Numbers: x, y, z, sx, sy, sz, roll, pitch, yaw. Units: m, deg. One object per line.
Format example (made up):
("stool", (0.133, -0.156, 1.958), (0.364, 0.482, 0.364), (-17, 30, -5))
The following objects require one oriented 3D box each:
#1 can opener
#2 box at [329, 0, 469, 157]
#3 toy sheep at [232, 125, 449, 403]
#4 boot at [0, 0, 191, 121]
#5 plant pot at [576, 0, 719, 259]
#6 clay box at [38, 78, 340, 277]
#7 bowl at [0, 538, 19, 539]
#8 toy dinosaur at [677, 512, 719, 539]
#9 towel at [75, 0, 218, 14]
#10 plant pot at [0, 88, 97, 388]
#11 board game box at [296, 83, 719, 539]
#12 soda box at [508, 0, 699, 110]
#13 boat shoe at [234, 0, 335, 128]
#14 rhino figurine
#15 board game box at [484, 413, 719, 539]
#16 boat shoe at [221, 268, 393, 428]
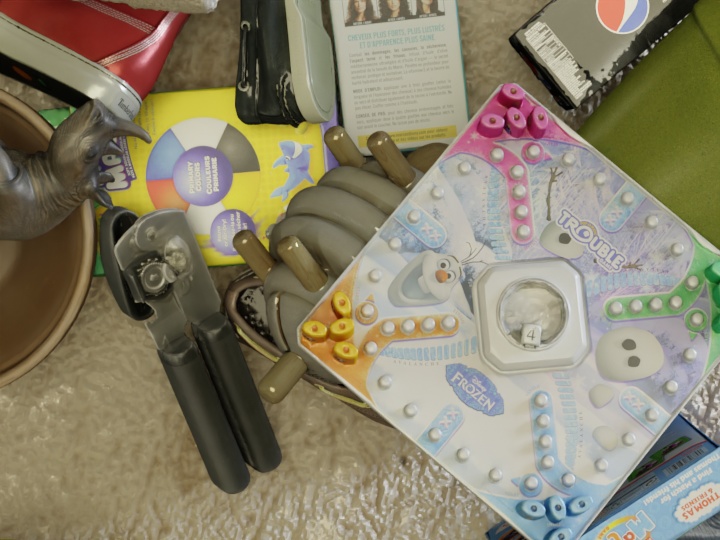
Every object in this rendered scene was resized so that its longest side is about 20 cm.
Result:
("can opener", (-0.110, 0.046, 1.432), (0.053, 0.067, 0.201), (-32, 121, -23))
("box", (0.020, -0.176, 1.444), (0.082, 0.049, 0.202), (-6, 92, 0))
("toy sheep", (0.000, 0.000, 1.365), (0.138, 0.138, 0.200), (43, 72, -1))
("boot", (-0.189, -0.190, 1.428), (0.199, 0.072, 0.145), (27, 78, 21))
("plant pot", (0.210, -0.052, 1.388), (0.192, 0.200, 0.201), (-35, 91, 13))
("clay box", (-0.109, -0.058, 1.452), (0.198, 0.048, 0.116), (-5, 92, 0))
("bowl", (-0.223, 0.263, 1.435), (0.199, 0.108, 0.202), (0, 92, 0))
("toy dinosaur", (0.259, 0.163, 1.420), (0.180, 0.200, 0.106), (-9, 100, 22))
("towel", (-0.116, -0.237, 1.385), (0.132, 0.035, 0.201), (8, 53, 20))
("plant pot", (-0.262, -0.022, 1.433), (0.199, 0.093, 0.202), (0, 93, 1))
("board game box", (0.099, 0.025, 1.288), (0.200, 0.026, 0.200), (39, 81, 5))
("soda box", (0.189, -0.188, 1.431), (0.200, 0.071, 0.063), (-40, 92, 2))
("boat shoe", (-0.060, -0.180, 1.421), (0.066, 0.074, 0.201), (-13, 73, 17))
("rhino figurine", (-0.221, -0.056, 1.355), (0.199, 0.060, 0.088), (-14, 111, 0))
("board game box", (0.151, 0.148, 1.379), (0.151, 0.200, 0.037), (-33, 93, 2))
("boat shoe", (0.003, 0.056, 1.448), (0.199, 0.060, 0.072), (26, 92, 0))
